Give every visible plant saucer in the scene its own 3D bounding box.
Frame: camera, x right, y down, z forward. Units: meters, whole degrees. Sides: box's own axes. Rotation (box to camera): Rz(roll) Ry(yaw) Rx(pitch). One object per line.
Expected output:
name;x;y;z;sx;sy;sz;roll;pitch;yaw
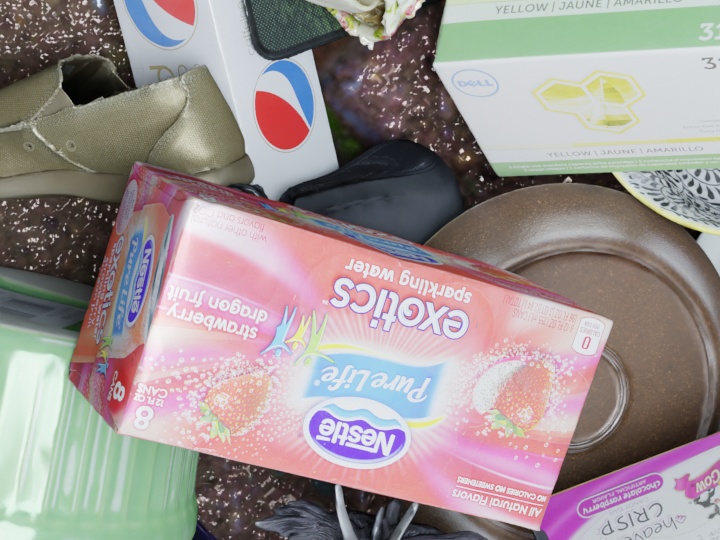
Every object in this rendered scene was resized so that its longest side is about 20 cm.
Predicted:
plant saucer;0.100;0.058;0.868;0.200;0.032;0.201;-3;100;-15

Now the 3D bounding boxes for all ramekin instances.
ramekin;-0.166;0.060;0.850;0.200;0.200;0.098;12;97;-13

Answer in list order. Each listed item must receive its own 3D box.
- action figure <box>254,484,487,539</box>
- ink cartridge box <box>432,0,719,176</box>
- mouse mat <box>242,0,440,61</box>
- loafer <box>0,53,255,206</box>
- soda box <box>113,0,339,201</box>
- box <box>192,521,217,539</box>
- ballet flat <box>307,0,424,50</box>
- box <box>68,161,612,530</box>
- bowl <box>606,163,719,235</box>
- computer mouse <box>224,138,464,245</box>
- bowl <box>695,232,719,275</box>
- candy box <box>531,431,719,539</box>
action figure;0.012;0.166;0.830;0.119;0.200;0.102;4;67;9
ink cartridge box;0.101;-0.113;0.795;0.145;0.048;0.200;0;153;24
mouse mat;-0.010;-0.215;0.852;0.161;0.008;0.200;-26;111;-33
loafer;-0.144;-0.070;0.851;0.200;0.076;0.068;3;103;17
soda box;-0.070;-0.109;0.870;0.064;0.068;0.200;-31;115;-44
box;-0.065;0.248;0.946;0.104;0.148;0.200;-40;109;3
ballet flat;-0.038;-0.166;0.784;0.200;0.076;0.064;32;70;-34
box;-0.010;0.033;0.758;0.200;0.095;0.103;17;96;-24
bowl;0.222;-0.087;0.904;0.201;0.201;0.094;-38;146;2
computer mouse;0.000;0.000;0.870;0.053;0.200;0.139;15;119;30
bowl;0.271;0.041;0.954;0.201;0.090;0.201;-4;72;12
candy box;0.174;0.156;0.867;0.136;0.061;0.200;-21;143;8
